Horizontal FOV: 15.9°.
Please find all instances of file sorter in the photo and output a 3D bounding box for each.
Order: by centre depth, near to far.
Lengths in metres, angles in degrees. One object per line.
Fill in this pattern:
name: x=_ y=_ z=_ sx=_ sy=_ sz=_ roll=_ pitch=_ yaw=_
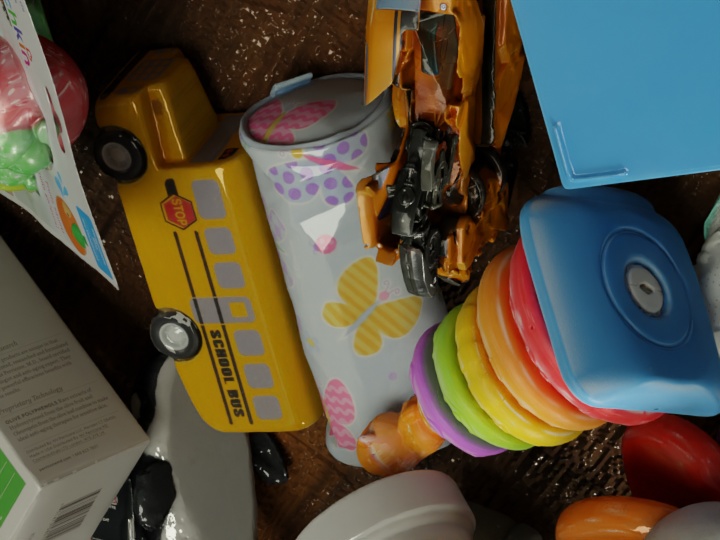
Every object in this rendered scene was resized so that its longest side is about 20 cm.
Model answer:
file sorter: x=0.179 y=-0.134 z=1.118 sx=0.199 sy=0.123 sz=0.140 roll=-6 pitch=114 yaw=28

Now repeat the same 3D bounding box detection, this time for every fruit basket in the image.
fruit basket: x=-0.187 y=-0.096 z=1.275 sx=0.093 sy=0.200 sz=0.186 roll=-22 pitch=118 yaw=-13

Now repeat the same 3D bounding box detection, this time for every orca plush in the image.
orca plush: x=-0.090 y=0.141 z=1.438 sx=0.071 sy=0.105 sz=0.201 roll=-10 pitch=114 yaw=47

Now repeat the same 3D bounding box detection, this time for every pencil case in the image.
pencil case: x=0.000 y=0.000 z=1.313 sx=0.083 sy=0.091 sz=0.201 roll=-15 pitch=117 yaw=1

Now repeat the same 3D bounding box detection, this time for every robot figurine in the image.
robot figurine: x=0.040 y=-0.090 z=1.208 sx=0.058 sy=0.145 sz=0.201 roll=12 pitch=115 yaw=21

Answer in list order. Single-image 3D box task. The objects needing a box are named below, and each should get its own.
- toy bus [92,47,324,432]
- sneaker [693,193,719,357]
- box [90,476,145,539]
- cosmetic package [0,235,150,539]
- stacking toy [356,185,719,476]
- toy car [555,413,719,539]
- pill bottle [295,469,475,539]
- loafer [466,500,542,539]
toy bus: x=-0.074 y=-0.015 z=1.347 sx=0.078 sy=0.065 sz=0.201 roll=-2 pitch=119 yaw=25
sneaker: x=0.182 y=0.006 z=1.252 sx=0.199 sy=0.075 sz=0.089 roll=-26 pitch=91 yaw=32
box: x=-0.212 y=0.151 z=1.527 sx=0.199 sy=0.046 sz=0.160 roll=13 pitch=124 yaw=17
cosmetic package: x=-0.215 y=0.058 z=1.401 sx=0.200 sy=0.085 sz=0.108 roll=50 pitch=134 yaw=19
stacking toy: x=0.068 y=0.050 z=1.242 sx=0.200 sy=0.116 sz=0.110 roll=-34 pitch=61 yaw=39
toy car: x=0.189 y=0.134 z=1.262 sx=0.198 sy=0.151 sz=0.175 roll=-6 pitch=157 yaw=-15
pill bottle: x=0.045 y=0.204 z=1.240 sx=0.116 sy=0.115 sz=0.201 roll=-52 pitch=52 yaw=38
loafer: x=0.029 y=0.194 z=1.438 sx=0.070 sy=0.075 sz=0.200 roll=41 pitch=124 yaw=11
